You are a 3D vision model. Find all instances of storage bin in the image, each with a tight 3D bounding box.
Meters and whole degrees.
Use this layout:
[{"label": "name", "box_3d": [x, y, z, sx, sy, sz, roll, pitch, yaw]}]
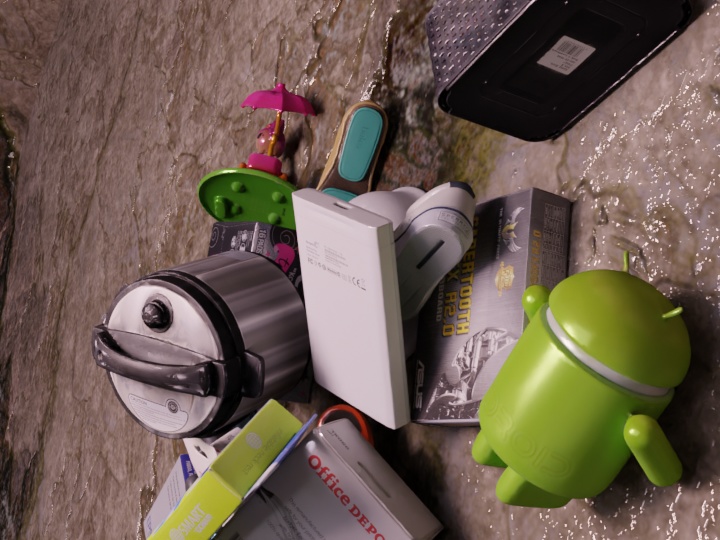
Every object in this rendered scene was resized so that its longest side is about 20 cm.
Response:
[{"label": "storage bin", "box_3d": [0.161, -0.211, 0.910, 0.200, 0.134, 0.094, -41, 45, 45]}]

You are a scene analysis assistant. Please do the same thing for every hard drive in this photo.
[{"label": "hard drive", "box_3d": [-0.009, 0.034, 1.006, 0.132, 0.027, 0.201, 25, 128, 49]}]

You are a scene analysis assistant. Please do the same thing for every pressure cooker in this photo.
[{"label": "pressure cooker", "box_3d": [-0.167, 0.076, 1.107, 0.176, 0.200, 0.179, -38, 81, 31]}]

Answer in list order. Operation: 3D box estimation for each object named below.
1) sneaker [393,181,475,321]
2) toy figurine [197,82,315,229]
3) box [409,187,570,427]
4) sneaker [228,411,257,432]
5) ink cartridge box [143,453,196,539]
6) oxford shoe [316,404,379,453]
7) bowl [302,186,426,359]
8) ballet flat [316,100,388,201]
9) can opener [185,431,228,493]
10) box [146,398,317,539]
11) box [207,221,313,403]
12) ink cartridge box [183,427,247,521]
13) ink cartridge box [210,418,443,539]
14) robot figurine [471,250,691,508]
[{"label": "sneaker", "box_3d": [0.051, -0.013, 1.007, 0.200, 0.073, 0.071, -39, 18, 51]}, {"label": "toy figurine", "box_3d": [-0.117, -0.145, 1.404, 0.200, 0.149, 0.185, 107, 176, -61]}, {"label": "box", "box_3d": [0.115, 0.040, 0.977, 0.158, 0.048, 0.202, -13, 67, 58]}, {"label": "sneaker", "box_3d": [-0.127, 0.245, 1.296, 0.095, 0.079, 0.202, -20, 69, 44]}, {"label": "ink cartridge box", "box_3d": [-0.226, 0.350, 1.438, 0.201, 0.040, 0.200, -59, 34, 28]}, {"label": "oxford shoe", "box_3d": [0.005, 0.236, 1.086, 0.071, 0.073, 0.202, -9, 79, 15]}, {"label": "bowl", "box_3d": [0.000, 0.000, 1.147, 0.201, 0.090, 0.203, -29, 54, 51]}, {"label": "ballet flat", "box_3d": [-0.017, -0.100, 1.256, 0.063, 0.068, 0.201, -110, 42, -78]}, {"label": "can opener", "box_3d": [-0.186, 0.201, 1.241, 0.053, 0.067, 0.201, -33, 78, 38]}, {"label": "box", "box_3d": [-0.129, 0.204, 0.997, 0.200, 0.048, 0.122, -50, -2, 34]}, {"label": "box", "box_3d": [-0.119, 0.049, 1.304, 0.132, 0.114, 0.202, 4, 84, 58]}, {"label": "ink cartridge box", "box_3d": [-0.113, 0.245, 1.156, 0.116, 0.067, 0.201, 12, 128, 59]}, {"label": "ink cartridge box", "box_3d": [-0.043, 0.261, 1.014, 0.145, 0.084, 0.200, 46, 106, 14]}, {"label": "robot figurine", "box_3d": [0.165, 0.086, 0.806, 0.201, 0.115, 0.176, -62, 34, 23]}]
